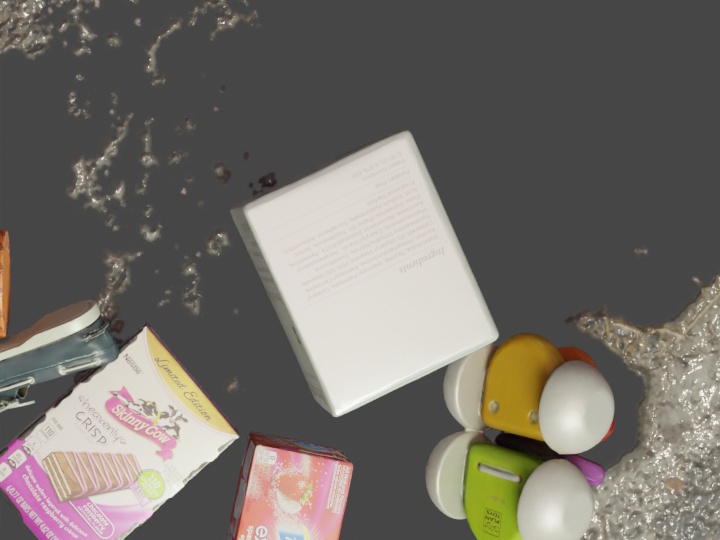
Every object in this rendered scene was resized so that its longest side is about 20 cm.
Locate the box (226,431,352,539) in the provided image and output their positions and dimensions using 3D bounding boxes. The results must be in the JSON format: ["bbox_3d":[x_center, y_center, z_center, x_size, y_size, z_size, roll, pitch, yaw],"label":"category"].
[{"bbox_3d":[-0.075,0.258,1.641,0.094,0.100,0.203,12,90,-7],"label":"box"}]

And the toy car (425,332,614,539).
[{"bbox_3d":[0.166,0.162,1.656,0.149,0.174,0.203,11,90,-44],"label":"toy car"}]

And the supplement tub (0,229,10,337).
[{"bbox_3d":[-0.411,0.011,1.579,0.197,0.123,0.124,0,92,-7],"label":"supplement tub"}]

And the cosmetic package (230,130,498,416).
[{"bbox_3d":[0.000,0.000,1.608,0.165,0.167,0.202,-25,94,-7],"label":"cosmetic package"}]

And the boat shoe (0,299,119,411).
[{"bbox_3d":[-0.311,0.090,1.610,0.198,0.075,0.062,-24,105,8],"label":"boat shoe"}]

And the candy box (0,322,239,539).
[{"bbox_3d":[-0.227,0.164,1.638,0.200,0.061,0.137,-42,96,-5],"label":"candy box"}]
